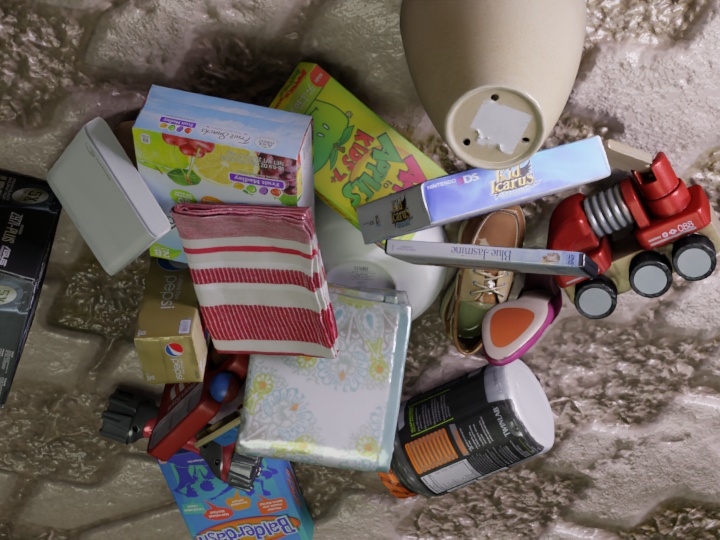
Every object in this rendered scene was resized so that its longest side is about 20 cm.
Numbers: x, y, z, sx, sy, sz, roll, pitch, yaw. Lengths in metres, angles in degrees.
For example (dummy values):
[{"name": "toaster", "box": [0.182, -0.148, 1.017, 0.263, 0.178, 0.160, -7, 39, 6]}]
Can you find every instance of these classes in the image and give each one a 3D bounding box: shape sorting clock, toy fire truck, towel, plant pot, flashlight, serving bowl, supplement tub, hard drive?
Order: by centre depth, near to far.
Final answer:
[{"name": "plant pot", "box": [0.128, -0.189, 1.511, 0.187, 0.200, 0.188, 2, 127, 2]}, {"name": "towel", "box": [-0.104, 0.014, 1.612, 0.144, 0.023, 0.200, 2, 132, 16]}, {"name": "hard drive", "box": [-0.265, -0.072, 1.647, 0.132, 0.027, 0.200, 57, 155, -2]}, {"name": "toy fire truck", "box": [0.266, -0.063, 1.672, 0.176, 0.129, 0.200, -23, 113, 22]}, {"name": "towel", "box": [-0.037, 0.110, 1.716, 0.171, 0.200, 0.048, 9, 174, -4]}, {"name": "serving bowl", "box": [0.000, 0.000, 1.767, 0.200, 0.066, 0.200, 2, 129, 2]}, {"name": "toy fire truck", "box": [-0.165, 0.110, 1.802, 0.112, 0.168, 0.200, 34, 124, -23]}, {"name": "shape sorting clock", "box": [-0.107, 0.147, 1.828, 0.200, 0.200, 0.039, -35, 90, 28]}, {"name": "supplement tub", "box": [0.118, 0.192, 1.879, 0.200, 0.123, 0.123, -25, 124, 23]}, {"name": "flashlight", "box": [-0.215, 0.207, 1.917, 0.200, 0.068, 0.068, 16, 104, 6]}]

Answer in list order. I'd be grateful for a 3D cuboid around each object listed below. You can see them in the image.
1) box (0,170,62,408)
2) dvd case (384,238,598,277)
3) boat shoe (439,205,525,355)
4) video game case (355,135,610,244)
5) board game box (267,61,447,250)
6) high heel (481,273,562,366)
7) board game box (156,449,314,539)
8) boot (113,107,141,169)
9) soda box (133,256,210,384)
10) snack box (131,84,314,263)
[{"name": "box", "box": [-0.398, 0.020, 1.747, 0.086, 0.164, 0.200, 16, 128, -9]}, {"name": "dvd case", "box": [0.136, -0.011, 1.613, 0.200, 0.143, 0.018, 4, 86, 14]}, {"name": "boat shoe", "box": [0.140, 0.012, 1.756, 0.076, 0.074, 0.200, 4, 131, -9]}, {"name": "video game case", "box": [0.118, -0.079, 1.586, 0.200, 0.181, 0.046, -15, 89, -21]}, {"name": "board game box", "box": [-0.010, -0.115, 1.650, 0.200, 0.048, 0.102, 38, 82, -24]}, {"name": "high heel", "box": [0.179, 0.068, 1.726, 0.067, 0.200, 0.096, 12, 126, 22]}, {"name": "board game box", "box": [-0.157, 0.282, 2.022, 0.152, 0.045, 0.200, -10, 129, 11]}, {"name": "boot", "box": [-0.165, -0.136, 1.668, 0.200, 0.074, 0.076, -3, 120, 9]}, {"name": "soda box", "box": [-0.195, 0.030, 1.717, 0.064, 0.200, 0.068, -3, 130, 6]}, {"name": "snack box", "box": [-0.133, -0.081, 1.599, 0.168, 0.068, 0.200, 11, 143, 9]}]
